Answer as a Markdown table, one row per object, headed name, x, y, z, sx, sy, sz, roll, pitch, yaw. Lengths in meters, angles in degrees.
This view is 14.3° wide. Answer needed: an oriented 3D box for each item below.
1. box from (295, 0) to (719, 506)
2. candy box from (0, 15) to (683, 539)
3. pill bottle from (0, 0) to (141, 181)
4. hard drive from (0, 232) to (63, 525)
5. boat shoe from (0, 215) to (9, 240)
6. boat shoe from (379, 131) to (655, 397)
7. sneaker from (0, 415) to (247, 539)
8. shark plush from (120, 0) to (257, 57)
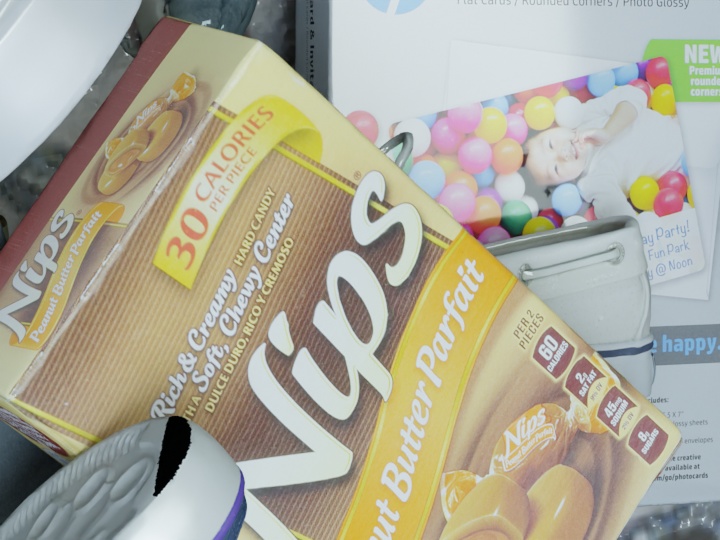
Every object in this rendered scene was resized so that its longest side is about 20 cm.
| name | x | y | z | sx | sy | sz | roll | pitch | yaw |
| --- | --- | --- | --- | --- | --- | --- | --- | --- | --- |
| box | 0.055 | -0.020 | 0.954 | 0.156 | 0.041 | 0.200 | -1 | 93 | -22 |
| candy box | -0.010 | 0.036 | 0.796 | 0.200 | 0.055 | 0.115 | 42 | 76 | -35 |
| pill bottle | -0.155 | -0.109 | 0.703 | 0.200 | 0.113 | 0.113 | 41 | 67 | -23 |
| hard drive | -0.135 | 0.096 | 0.804 | 0.140 | 0.033 | 0.200 | -38 | 133 | -28 |
| boat shoe | -0.183 | 0.046 | 0.822 | 0.200 | 0.073 | 0.065 | -28 | 105 | -20 |
| boat shoe | 0.003 | 0.000 | 0.874 | 0.202 | 0.075 | 0.086 | -2 | 96 | -24 |
| sneaker | -0.053 | 0.141 | 0.737 | 0.146 | 0.200 | 0.081 | 37 | 24 | -15 |
| shark plush | -0.026 | -0.146 | 0.921 | 0.091 | 0.083 | 0.200 | 44 | 66 | -20 |
